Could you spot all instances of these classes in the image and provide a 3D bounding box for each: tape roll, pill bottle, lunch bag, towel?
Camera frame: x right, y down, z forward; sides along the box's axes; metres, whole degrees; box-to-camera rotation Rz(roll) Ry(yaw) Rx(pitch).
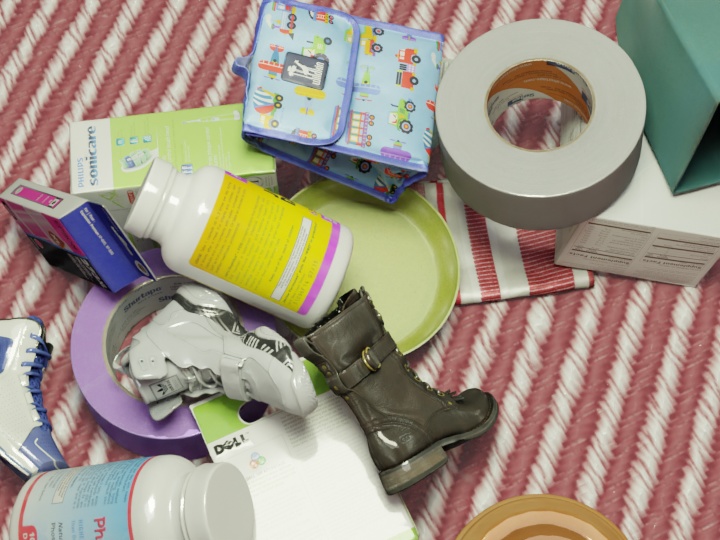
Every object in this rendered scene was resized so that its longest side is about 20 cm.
[{"bbox_3d":[0.171,-0.141,1.243,0.197,0.066,0.203,-3,62,6],"label":"tape roll"},{"bbox_3d":[-0.198,0.220,1.134,0.198,0.109,0.110,-11,60,24],"label":"pill bottle"},{"bbox_3d":[-0.113,-0.030,1.200,0.198,0.104,0.105,24,63,-13],"label":"pill bottle"},{"bbox_3d":[-0.031,-0.173,1.260,0.198,0.094,0.153,15,69,-18],"label":"lunch bag"},{"bbox_3d":[0.134,-0.036,1.351,0.197,0.023,0.146,-7,64,-4],"label":"towel"},{"bbox_3d":[-0.179,0.079,1.267,0.197,0.066,0.203,0,62,0],"label":"tape roll"}]

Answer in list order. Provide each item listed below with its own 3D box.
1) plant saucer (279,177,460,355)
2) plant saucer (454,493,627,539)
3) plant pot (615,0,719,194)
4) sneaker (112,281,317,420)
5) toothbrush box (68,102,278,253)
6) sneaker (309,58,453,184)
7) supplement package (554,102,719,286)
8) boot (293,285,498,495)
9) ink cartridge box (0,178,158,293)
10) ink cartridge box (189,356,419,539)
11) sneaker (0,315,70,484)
[{"bbox_3d":[0.000,0.000,1.297,0.197,0.031,0.203,2,68,-6],"label":"plant saucer"},{"bbox_3d":[0.168,0.297,1.174,0.197,0.038,0.203,0,63,-1],"label":"plant saucer"},{"bbox_3d":[0.336,-0.208,1.251,0.140,0.142,0.202,-14,60,-15],"label":"plant pot"},{"bbox_3d":[-0.133,0.095,1.161,0.115,0.076,0.199,-39,50,-23],"label":"sneaker"},{"bbox_3d":[-0.181,-0.086,1.306,0.197,0.146,0.087,-5,63,-4],"label":"toothbrush box"},{"bbox_3d":[0.041,-0.136,1.377,0.199,0.082,0.074,-34,57,10],"label":"sneaker"},{"bbox_3d":[0.289,-0.106,1.328,0.154,0.111,0.202,9,64,-5],"label":"supplement package"},{"bbox_3d":[0.037,0.092,1.187,0.199,0.069,0.176,-28,88,-55],"label":"boot"},{"bbox_3d":[-0.274,-0.033,1.249,0.037,0.095,0.199,-46,33,-23],"label":"ink cartridge box"},{"bbox_3d":[-0.053,0.195,1.197,0.146,0.076,0.202,-22,68,-11],"label":"ink cartridge box"},{"bbox_3d":[-0.330,0.107,1.243,0.115,0.081,0.199,-41,69,-16],"label":"sneaker"}]
